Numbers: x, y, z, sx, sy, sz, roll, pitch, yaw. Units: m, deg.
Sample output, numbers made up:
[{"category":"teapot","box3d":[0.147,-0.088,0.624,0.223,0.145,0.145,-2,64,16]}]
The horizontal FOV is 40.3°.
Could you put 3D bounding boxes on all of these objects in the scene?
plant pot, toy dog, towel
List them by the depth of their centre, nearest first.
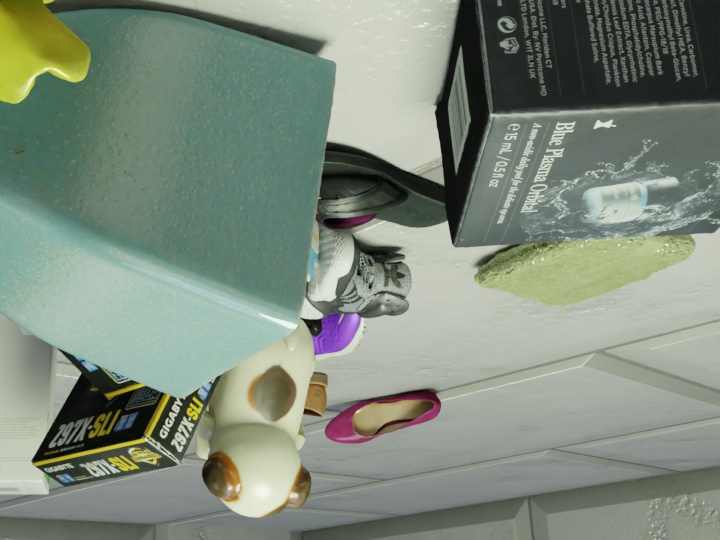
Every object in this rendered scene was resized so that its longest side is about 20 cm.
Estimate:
[{"category":"plant pot","box3d":[-0.157,-0.052,0.642,0.199,0.197,0.196,19,152,-26]},{"category":"toy dog","box3d":[-0.100,0.155,1.022,0.139,0.201,0.194,19,149,-31]},{"category":"towel","box3d":[0.228,-0.010,1.023,0.148,0.037,0.200,12,156,-33]}]

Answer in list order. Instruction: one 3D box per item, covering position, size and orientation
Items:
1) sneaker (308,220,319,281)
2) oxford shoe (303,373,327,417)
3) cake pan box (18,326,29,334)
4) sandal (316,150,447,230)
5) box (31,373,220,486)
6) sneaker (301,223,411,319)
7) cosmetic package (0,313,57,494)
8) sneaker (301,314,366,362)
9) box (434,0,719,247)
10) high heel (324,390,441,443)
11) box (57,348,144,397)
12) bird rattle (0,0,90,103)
[{"category":"sneaker","box3d":[-0.102,-0.001,0.930,0.076,0.081,0.200,5,159,-26]},{"category":"oxford shoe","box3d":[-0.147,0.192,1.458,0.198,0.072,0.071,1,161,-6]},{"category":"cake pan box","box3d":[-0.263,0.015,0.992,0.198,0.053,0.184,0,157,-10]},{"category":"sandal","box3d":[0.005,-0.059,0.837,0.199,0.048,0.075,12,155,-36]},{"category":"box","box3d":[-0.219,0.122,0.960,0.199,0.160,0.049,-18,130,41]},{"category":"sneaker","box3d":[0.000,0.000,0.964,0.113,0.076,0.200,0,165,-12]},{"category":"cosmetic package","box3d":[-0.388,0.144,1.100,0.084,0.202,0.108,3,161,-13]},{"category":"sneaker","box3d":[-0.070,0.065,1.128,0.099,0.070,0.200,11,155,-28]},{"category":"box","box3d":[0.160,-0.107,0.637,0.198,0.118,0.197,-4,160,-2]},{"category":"high heel","box3d":[0.034,0.238,1.611,0.199,0.068,0.096,-19,169,-1]},{"category":"box","box3d":[-0.233,0.013,0.832,0.159,0.049,0.200,-18,118,46]},{"category":"bird rattle","box3d":[-0.146,-0.187,0.456,0.162,0.113,0.200,-10,149,-16]}]
